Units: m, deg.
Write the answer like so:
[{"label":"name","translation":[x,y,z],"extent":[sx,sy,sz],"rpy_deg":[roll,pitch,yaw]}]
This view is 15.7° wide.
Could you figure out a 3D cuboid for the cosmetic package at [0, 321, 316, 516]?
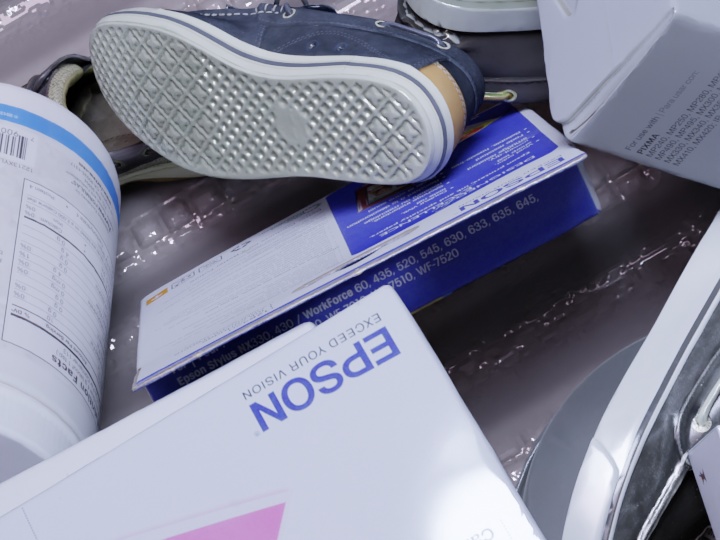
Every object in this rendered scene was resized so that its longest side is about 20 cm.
[{"label":"cosmetic package","translation":[-0.054,0.160,1.019],"extent":[0.199,0.165,0.165],"rpy_deg":[-27,59,1]}]

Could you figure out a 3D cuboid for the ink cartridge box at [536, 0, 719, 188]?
[{"label":"ink cartridge box","translation":[0.177,-0.103,1.057],"extent":[0.199,0.083,0.146],"rpy_deg":[16,48,-24]}]

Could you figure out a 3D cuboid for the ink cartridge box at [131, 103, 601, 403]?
[{"label":"ink cartridge box","translation":[0.000,0.000,1.082],"extent":[0.197,0.200,0.047],"rpy_deg":[-27,103,1]}]

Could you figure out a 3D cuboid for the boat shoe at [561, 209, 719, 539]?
[{"label":"boat shoe","translation":[0.138,0.061,1.024],"extent":[0.063,0.071,0.200],"rpy_deg":[19,69,25]}]

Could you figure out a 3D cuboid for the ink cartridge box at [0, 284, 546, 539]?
[{"label":"ink cartridge box","translation":[-0.025,0.134,0.906],"extent":[0.196,0.043,0.200],"rpy_deg":[-31,60,-1]}]

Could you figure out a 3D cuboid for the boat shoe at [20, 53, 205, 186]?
[{"label":"boat shoe","translation":[-0.132,-0.070,1.218],"extent":[0.199,0.065,0.073],"rpy_deg":[-16,61,9]}]

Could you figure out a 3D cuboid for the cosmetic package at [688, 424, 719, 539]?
[{"label":"cosmetic package","translation":[0.224,0.137,0.962],"extent":[0.150,0.052,0.201],"rpy_deg":[-15,76,-10]}]

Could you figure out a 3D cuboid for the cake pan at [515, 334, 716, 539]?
[{"label":"cake pan","translation":[0.153,0.104,1.061],"extent":[0.199,0.037,0.201],"rpy_deg":[-7,62,13]}]

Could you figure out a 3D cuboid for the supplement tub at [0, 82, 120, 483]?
[{"label":"supplement tub","translation":[-0.173,0.027,1.117],"extent":[0.131,0.132,0.200],"rpy_deg":[-10,45,11]}]

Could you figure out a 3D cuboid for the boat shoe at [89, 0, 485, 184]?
[{"label":"boat shoe","translation":[-0.033,-0.080,1.124],"extent":[0.199,0.075,0.062],"rpy_deg":[10,33,35]}]

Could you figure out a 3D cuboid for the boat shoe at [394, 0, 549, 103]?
[{"label":"boat shoe","translation":[0.111,-0.105,1.146],"extent":[0.200,0.061,0.072],"rpy_deg":[2,41,-15]}]
